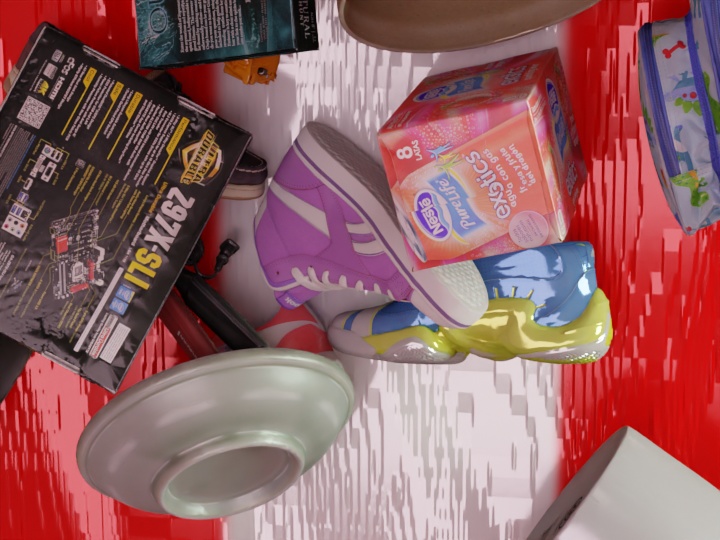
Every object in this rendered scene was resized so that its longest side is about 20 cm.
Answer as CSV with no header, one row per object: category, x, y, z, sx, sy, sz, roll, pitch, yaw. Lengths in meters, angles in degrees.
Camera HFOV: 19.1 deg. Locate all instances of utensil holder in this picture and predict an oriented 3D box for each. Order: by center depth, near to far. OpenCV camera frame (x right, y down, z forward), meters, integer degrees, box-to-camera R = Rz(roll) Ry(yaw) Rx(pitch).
utensil holder,0.214,0.226,1.462,0.200,0.170,0.170,38,107,2

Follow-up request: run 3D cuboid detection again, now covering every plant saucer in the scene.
plant saucer,-0.095,0.126,1.486,0.200,0.200,0.050,-29,59,15

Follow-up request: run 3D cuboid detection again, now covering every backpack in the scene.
backpack,0.252,-0.117,1.365,0.147,0.183,0.200,-7,96,11

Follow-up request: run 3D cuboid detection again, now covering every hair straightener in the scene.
hair straightener,-0.125,-0.002,1.520,0.200,0.077,0.041,47,148,23

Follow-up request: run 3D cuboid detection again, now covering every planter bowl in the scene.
planter bowl,0.070,-0.243,1.380,0.200,0.200,0.135,-17,72,14

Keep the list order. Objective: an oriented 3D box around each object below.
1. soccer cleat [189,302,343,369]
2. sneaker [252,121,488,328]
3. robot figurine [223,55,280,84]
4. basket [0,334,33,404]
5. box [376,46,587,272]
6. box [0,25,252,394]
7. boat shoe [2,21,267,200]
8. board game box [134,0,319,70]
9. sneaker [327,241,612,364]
soccer cleat,-0.108,0.089,1.549,0.200,0.068,0.073,-29,74,18
sneaker,0.000,0.000,1.469,0.200,0.073,0.114,47,111,36
robot figurine,-0.077,-0.236,1.452,0.145,0.058,0.200,26,108,27
basket,-0.340,0.016,1.537,0.200,0.136,0.180,32,116,6
box,0.083,-0.076,1.396,0.102,0.200,0.095,-12,102,14
box,-0.188,-0.040,1.440,0.160,0.049,0.200,27,86,-5
boat shoe,-0.152,-0.112,1.500,0.200,0.072,0.065,26,107,7
board game box,-0.096,-0.238,1.411,0.135,0.028,0.200,-3,93,35
sneaker,0.076,0.013,1.496,0.200,0.076,0.105,0,87,8
